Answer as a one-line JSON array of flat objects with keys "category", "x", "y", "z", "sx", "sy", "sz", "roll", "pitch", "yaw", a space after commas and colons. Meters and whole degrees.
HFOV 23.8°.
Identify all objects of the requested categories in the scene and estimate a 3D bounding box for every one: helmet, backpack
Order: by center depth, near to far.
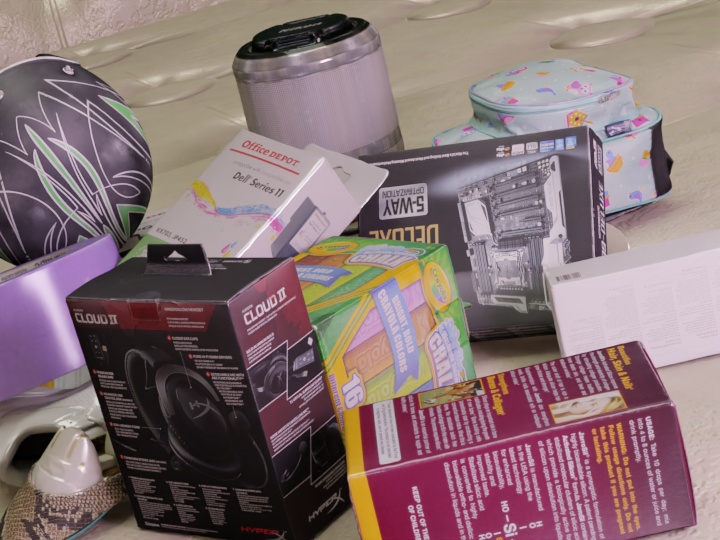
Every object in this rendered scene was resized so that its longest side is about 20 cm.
[{"category": "helmet", "x": -0.279, "y": -0.094, "z": 1.520, "sx": 0.200, "sy": 0.200, "sz": 0.191, "roll": -20, "pitch": 18, "yaw": -19}, {"category": "backpack", "x": 0.168, "y": -0.110, "z": 1.602, "sx": 0.200, "sy": 0.154, "sz": 0.176, "roll": -26, "pitch": 26, "yaw": -15}]

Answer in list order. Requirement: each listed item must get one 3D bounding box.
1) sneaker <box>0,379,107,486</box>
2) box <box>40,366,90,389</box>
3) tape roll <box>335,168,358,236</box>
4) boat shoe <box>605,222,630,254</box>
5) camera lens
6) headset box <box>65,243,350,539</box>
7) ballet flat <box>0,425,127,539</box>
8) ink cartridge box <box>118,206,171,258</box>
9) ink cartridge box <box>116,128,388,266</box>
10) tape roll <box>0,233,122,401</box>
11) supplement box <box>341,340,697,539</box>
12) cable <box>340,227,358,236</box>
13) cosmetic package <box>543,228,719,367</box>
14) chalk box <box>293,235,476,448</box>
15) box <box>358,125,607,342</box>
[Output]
[{"category": "sneaker", "x": -0.193, "y": 0.120, "z": 1.310, "sx": 0.200, "sy": 0.078, "sz": 0.099, "roll": -24, "pitch": 25, "yaw": -2}, {"category": "box", "x": -0.171, "y": 0.089, "z": 1.422, "sx": 0.200, "sy": 0.042, "sz": 0.119, "roll": -12, "pitch": 18, "yaw": -4}, {"category": "tape roll", "x": -0.022, "y": -0.038, "z": 1.628, "sx": 0.202, "sy": 0.037, "sz": 0.203, "roll": -5, "pitch": 29, "yaw": 3}, {"category": "boat shoe", "x": 0.130, "y": -0.006, "z": 1.424, "sx": 0.201, "sy": 0.074, "sz": 0.063, "roll": -8, "pitch": -10, "yaw": 22}, {"category": "camera lens", "x": -0.041, "y": -0.163, "z": 1.821, "sx": 0.160, "sy": 0.200, "sz": 0.160, "roll": -12, "pitch": 18, "yaw": 4}, {"category": "headset box", "x": -0.102, "y": 0.077, "z": 1.145, "sx": 0.149, "sy": 0.200, "sz": 0.077, "roll": 0, "pitch": 22, "yaw": 37}, {"category": "ballet flat", "x": -0.178, "y": 0.130, "z": 1.231, "sx": 0.200, "sy": 0.075, "sz": 0.068, "roll": -26, "pitch": 40, "yaw": -34}, {"category": "ink cartridge box", "x": -0.186, "y": 0.007, "z": 1.601, "sx": 0.145, "sy": 0.084, "sz": 0.200, "roll": -17, "pitch": 19, "yaw": -9}, {"category": "ink cartridge box", "x": -0.084, "y": -0.040, "z": 1.359, "sx": 0.117, "sy": 0.067, "sz": 0.200, "roll": 22, "pitch": 65, "yaw": 47}, {"category": "tape roll", "x": -0.279, "y": 0.046, "z": 1.381, "sx": 0.200, "sy": 0.085, "sz": 0.200, "roll": -22, "pitch": 6, "yaw": 3}, {"category": "supplement box", "x": 0.095, "y": 0.120, "z": 1.057, "sx": 0.200, "sy": 0.086, "sz": 0.110, "roll": -13, "pitch": 18, "yaw": 2}, {"category": "cable", "x": -0.052, "y": -0.038, "z": 1.695, "sx": 0.200, "sy": 0.050, "sz": 0.097, "roll": 5, "pitch": 23, "yaw": 45}, {"category": "cosmetic package", "x": 0.242, "y": 0.020, "z": 1.263, "sx": 0.200, "sy": 0.083, "sz": 0.051, "roll": -12, "pitch": 15, "yaw": 2}, {"category": "chalk box", "x": 0.000, "y": 0.050, "z": 1.271, "sx": 0.124, "sy": 0.124, "sz": 0.200, "roll": 3, "pitch": 25, "yaw": 41}, {"category": "box", "x": 0.097, "y": -0.024, "z": 1.378, "sx": 0.200, "sy": 0.158, "sz": 0.050, "roll": -5, "pitch": -15, "yaw": 21}]
